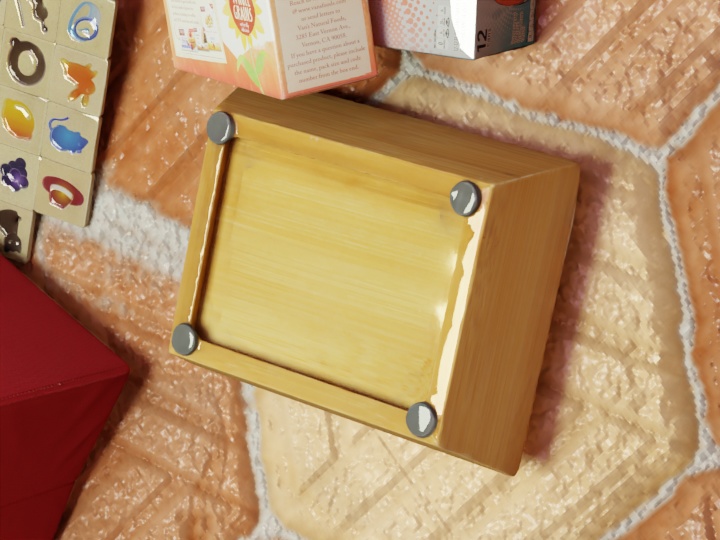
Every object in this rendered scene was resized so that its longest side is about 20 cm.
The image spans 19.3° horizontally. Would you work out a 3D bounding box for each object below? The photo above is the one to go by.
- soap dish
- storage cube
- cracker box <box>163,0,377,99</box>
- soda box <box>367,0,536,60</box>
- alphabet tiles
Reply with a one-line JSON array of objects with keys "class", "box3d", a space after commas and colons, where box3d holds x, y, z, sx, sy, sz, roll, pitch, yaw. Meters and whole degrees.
[{"class": "soap dish", "box3d": [0.000, 0.000, 1.051, 0.200, 0.081, 0.158, 17, 100, 31]}, {"class": "storage cube", "box3d": [-0.267, 0.083, 1.149, 0.200, 0.180, 0.171, 38, 118, 26]}, {"class": "cracker box", "box3d": [-0.057, -0.192, 1.032, 0.134, 0.058, 0.200, 24, 127, 60]}, {"class": "soda box", "box3d": [0.046, -0.203, 1.007, 0.068, 0.064, 0.200, 12, 109, 31]}, {"class": "alphabet tiles", "box3d": [-0.217, -0.110, 1.190, 0.166, 0.006, 0.200, 18, 113, 17]}]
